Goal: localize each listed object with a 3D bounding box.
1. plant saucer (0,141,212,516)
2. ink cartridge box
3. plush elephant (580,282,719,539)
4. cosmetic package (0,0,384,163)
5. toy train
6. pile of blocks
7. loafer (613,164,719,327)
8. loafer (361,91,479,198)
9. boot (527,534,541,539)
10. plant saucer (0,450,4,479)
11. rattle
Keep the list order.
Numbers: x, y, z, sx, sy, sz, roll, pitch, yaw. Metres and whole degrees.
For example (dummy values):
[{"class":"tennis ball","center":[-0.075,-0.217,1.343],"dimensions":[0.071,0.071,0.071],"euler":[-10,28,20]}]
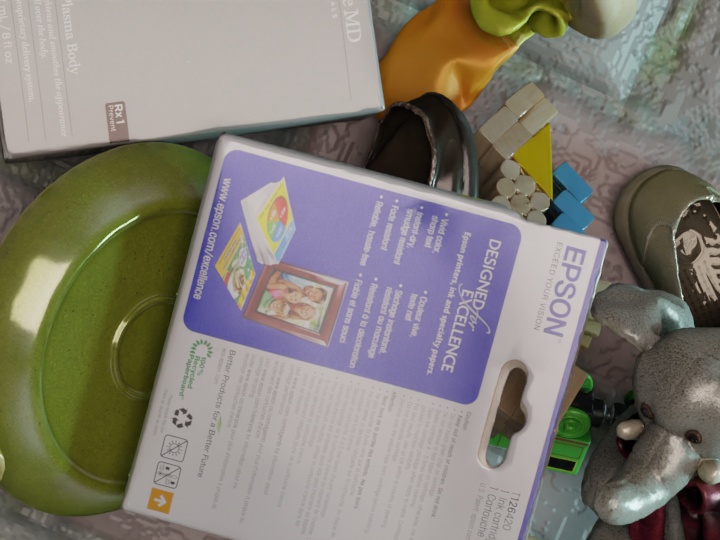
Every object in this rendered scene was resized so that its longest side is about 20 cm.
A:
[{"class":"plant saucer","center":[-0.113,0.035,1.481],"dimensions":[0.200,0.031,0.200],"euler":[-20,119,-39]},{"class":"ink cartridge box","center":[0.001,0.050,1.455],"dimensions":[0.200,0.047,0.198],"euler":[15,97,-1]},{"class":"plush elephant","center":[0.171,0.095,1.454],"dimensions":[0.200,0.165,0.155],"euler":[-56,141,-8]},{"class":"cosmetic package","center":[-0.093,-0.118,1.509],"dimensions":[0.200,0.090,0.107],"euler":[-9,91,-5]},{"class":"toy train","center":[0.099,0.079,1.564],"dimensions":[0.200,0.056,0.042],"euler":[13,46,-5]},{"class":"pile of blocks","center":[0.084,0.004,1.538],"dimensions":[0.082,0.062,0.200],"euler":[13,65,-14]},{"class":"loafer","center":[0.205,0.035,1.571],"dimensions":[0.076,0.068,0.200],"euler":[-36,97,-6]},{"class":"loafer","center":[0.000,0.000,1.507],"dimensions":[0.071,0.073,0.200],"euler":[18,91,-34]},{"class":"boot","center":[0.099,0.257,1.559],"dimensions":[0.166,0.072,0.200],"euler":[36,82,-4]},{"class":"plant saucer","center":[-0.287,0.095,1.458],"dimensions":[0.200,0.200,0.049],"euler":[19,53,-9]},{"class":"rattle","center":[0.068,-0.152,1.474],"dimensions":[0.143,0.200,0.130],"euler":[-24,96,-7]}]
